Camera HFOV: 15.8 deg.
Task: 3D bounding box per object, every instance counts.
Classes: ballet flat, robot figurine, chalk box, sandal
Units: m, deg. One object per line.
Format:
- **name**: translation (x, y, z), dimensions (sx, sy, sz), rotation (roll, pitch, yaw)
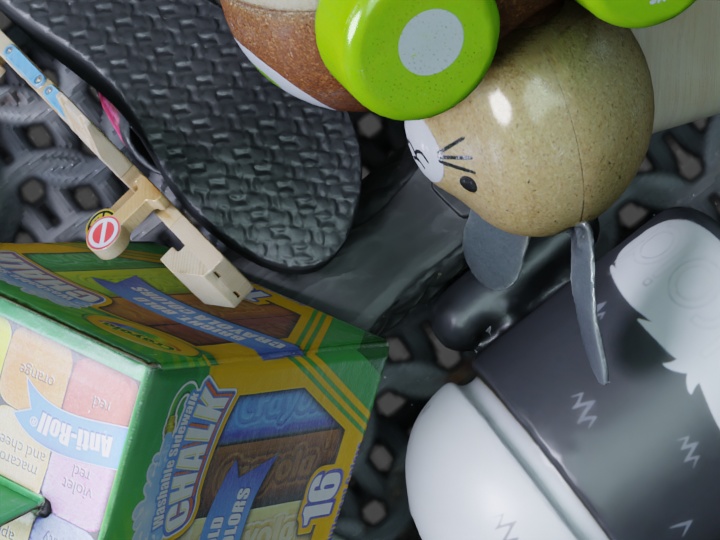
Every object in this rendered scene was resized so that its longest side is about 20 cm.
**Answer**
- **ballet flat**: translation (0.000, 0.000, 1.028), dimensions (0.199, 0.057, 0.067), rotation (-33, 78, 6)
- **robot figurine**: translation (0.112, 0.057, 0.993), dimensions (0.200, 0.150, 0.125), rotation (-38, 128, -1)
- **chalk box**: translation (-0.103, 0.065, 0.921), dimensions (0.124, 0.200, 0.124), rotation (23, 102, 28)
- **sandal**: translation (-0.072, -0.075, 1.023), dimensions (0.075, 0.045, 0.200), rotation (-42, 73, -15)

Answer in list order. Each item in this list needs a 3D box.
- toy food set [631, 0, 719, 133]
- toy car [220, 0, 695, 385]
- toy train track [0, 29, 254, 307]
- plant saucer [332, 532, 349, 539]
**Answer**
- **toy food set**: translation (0.137, -0.151, 0.976), dimensions (0.143, 0.060, 0.201), rotation (-16, 121, -22)
- **toy car**: translation (0.040, -0.059, 0.906), dimensions (0.157, 0.164, 0.201), rotation (-23, 123, -13)
- **toy train track**: translation (-0.107, -0.040, 0.969), dimensions (0.033, 0.115, 0.200), rotation (-44, 48, -2)
- **plant saucer**: translation (-0.053, 0.196, 1.024), dimensions (0.199, 0.050, 0.201), rotation (0, 91, -1)
